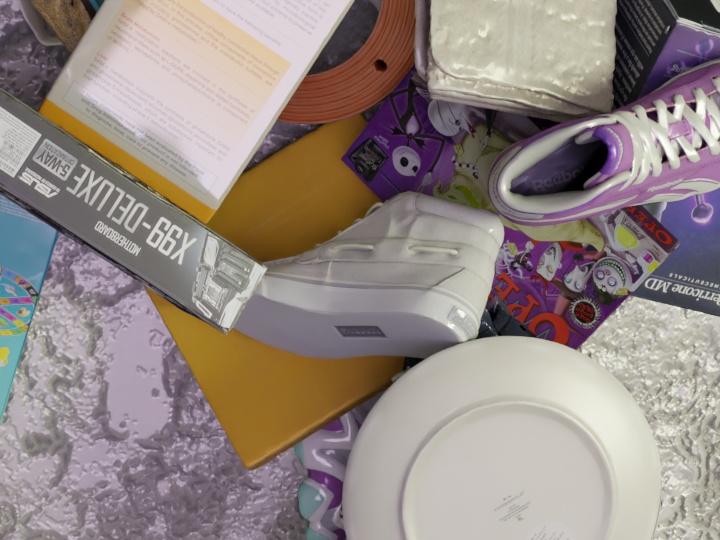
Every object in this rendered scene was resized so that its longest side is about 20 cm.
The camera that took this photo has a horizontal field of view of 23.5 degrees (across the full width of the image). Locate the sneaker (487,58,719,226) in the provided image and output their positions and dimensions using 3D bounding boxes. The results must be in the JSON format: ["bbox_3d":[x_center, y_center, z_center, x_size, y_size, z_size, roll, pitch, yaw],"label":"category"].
[{"bbox_3d":[0.170,-0.071,0.997,0.199,0.114,0.073,-23,89,4],"label":"sneaker"}]

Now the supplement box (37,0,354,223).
[{"bbox_3d":[-0.089,-0.149,1.052,0.126,0.074,0.201,34,103,-7],"label":"supplement box"}]

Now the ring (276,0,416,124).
[{"bbox_3d":[-0.047,-0.188,1.110,0.199,0.019,0.202,8,121,13],"label":"ring"}]

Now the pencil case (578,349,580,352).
[{"bbox_3d":[0.120,0.085,1.231,0.089,0.078,0.201,-20,110,12],"label":"pencil case"}]

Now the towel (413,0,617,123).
[{"bbox_3d":[0.100,-0.194,1.066,0.131,0.034,0.202,10,80,-20],"label":"towel"}]

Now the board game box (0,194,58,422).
[{"bbox_3d":[-0.293,0.009,1.167,0.150,0.047,0.201,17,106,-13],"label":"board game box"}]

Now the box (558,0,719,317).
[{"bbox_3d":[0.210,-0.086,1.139,0.147,0.105,0.201,11,122,-19],"label":"box"}]

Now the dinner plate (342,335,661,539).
[{"bbox_3d":[0.088,0.140,1.049,0.198,0.024,0.202,-1,103,-6],"label":"dinner plate"}]

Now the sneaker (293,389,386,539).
[{"bbox_3d":[0.024,0.124,1.218,0.139,0.078,0.202,-7,110,9],"label":"sneaker"}]

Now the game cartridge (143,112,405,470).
[{"bbox_3d":[-0.034,0.009,1.172,0.199,0.032,0.177,-31,81,3],"label":"game cartridge"}]

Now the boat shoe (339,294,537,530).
[{"bbox_3d":[0.045,0.094,1.134,0.199,0.075,0.093,-34,92,27],"label":"boat shoe"}]

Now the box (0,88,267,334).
[{"bbox_3d":[-0.165,-0.041,1.064,0.199,0.158,0.050,34,84,-16],"label":"box"}]

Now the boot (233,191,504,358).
[{"bbox_3d":[0.000,0.000,1.111,0.199,0.096,0.074,4,146,32],"label":"boot"}]

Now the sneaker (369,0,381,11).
[{"bbox_3d":[0.001,-0.225,1.126,0.080,0.071,0.201,-13,115,22],"label":"sneaker"}]

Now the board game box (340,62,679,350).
[{"bbox_3d":[0.092,-0.045,1.104,0.200,0.032,0.120,44,127,7],"label":"board game box"}]

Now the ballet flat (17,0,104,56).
[{"bbox_3d":[-0.174,-0.148,1.127,0.070,0.071,0.201,-29,110,3],"label":"ballet flat"}]
